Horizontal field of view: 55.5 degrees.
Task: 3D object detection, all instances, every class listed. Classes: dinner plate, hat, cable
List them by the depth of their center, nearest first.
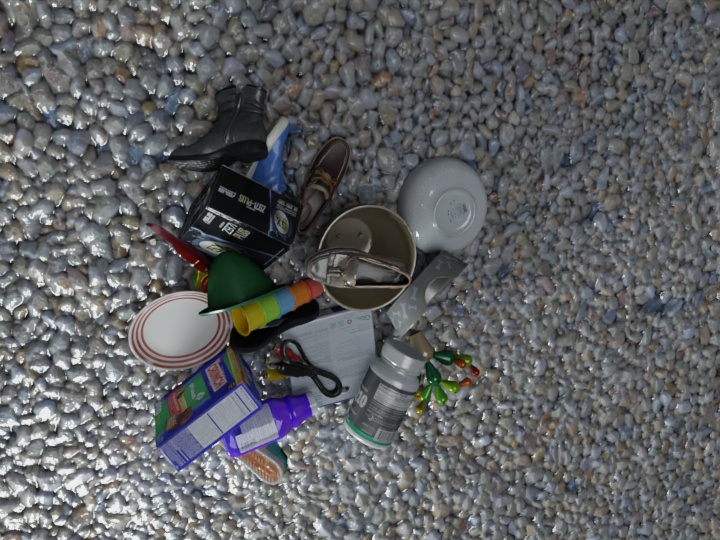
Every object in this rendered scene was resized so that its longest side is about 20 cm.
[{"bbox_3d":[-0.236,-0.027,1.208,0.162,0.200,0.180,-16,94,12],"label":"hat"},{"bbox_3d":[-0.343,0.113,1.312,0.195,0.024,0.203,-13,133,-14],"label":"dinner plate"},{"bbox_3d":[-0.116,0.195,1.393,0.197,0.050,0.099,21,94,-34],"label":"cable"}]

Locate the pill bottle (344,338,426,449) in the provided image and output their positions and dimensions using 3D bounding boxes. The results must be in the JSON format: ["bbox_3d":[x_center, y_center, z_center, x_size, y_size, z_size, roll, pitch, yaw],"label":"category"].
[{"bbox_3d":[0.054,0.253,1.417,0.111,0.113,0.204,22,99,-22],"label":"pill bottle"}]

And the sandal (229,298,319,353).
[{"bbox_3d":[-0.174,0.096,1.354,0.197,0.076,0.044,-27,140,-24],"label":"sandal"}]

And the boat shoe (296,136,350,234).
[{"bbox_3d":[-0.075,-0.160,1.319,0.071,0.072,0.202,31,95,-23],"label":"boat shoe"}]

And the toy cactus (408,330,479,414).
[{"bbox_3d":[0.154,0.212,1.502,0.196,0.102,0.168,-25,93,-6],"label":"toy cactus"}]

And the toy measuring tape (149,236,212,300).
[{"bbox_3d":[-0.317,0.007,1.294,0.197,0.074,0.075,26,97,-22],"label":"toy measuring tape"}]

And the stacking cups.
[{"bbox_3d":[-0.158,0.059,1.331,0.198,0.060,0.062,-28,116,-40],"label":"stacking cups"}]

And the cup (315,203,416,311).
[{"bbox_3d":[-0.005,-0.040,1.338,0.195,0.143,0.206,-5,107,-15],"label":"cup"}]

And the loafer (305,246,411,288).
[{"bbox_3d":[0.000,0.000,1.239,0.195,0.063,0.074,4,104,-18],"label":"loafer"}]

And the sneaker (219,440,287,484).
[{"bbox_3d":[-0.229,0.353,1.427,0.071,0.080,0.200,-41,94,15],"label":"sneaker"}]

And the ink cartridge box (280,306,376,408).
[{"bbox_3d":[-0.062,0.180,1.439,0.191,0.043,0.205,-12,112,-14],"label":"ink cartridge box"}]

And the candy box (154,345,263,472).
[{"bbox_3d":[-0.296,0.259,1.318,0.198,0.169,0.078,-36,115,-5],"label":"candy box"}]

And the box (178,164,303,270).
[{"bbox_3d":[-0.219,-0.079,1.223,0.161,0.199,0.088,26,62,-22],"label":"box"}]

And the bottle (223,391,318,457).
[{"bbox_3d":[-0.181,0.298,1.361,0.196,0.065,0.085,-20,88,-17],"label":"bottle"}]

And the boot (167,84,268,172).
[{"bbox_3d":[-0.255,-0.257,1.238,0.195,0.070,0.135,-7,80,10],"label":"boot"}]

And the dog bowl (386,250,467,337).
[{"bbox_3d":[0.130,0.043,1.385,0.059,0.200,0.200,43,90,7],"label":"dog bowl"}]

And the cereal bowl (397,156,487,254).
[{"bbox_3d":[0.177,-0.127,1.404,0.195,0.083,0.206,-4,106,-15],"label":"cereal bowl"}]

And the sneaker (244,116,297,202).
[{"bbox_3d":[-0.156,-0.178,1.284,0.110,0.077,0.203,28,100,-16],"label":"sneaker"}]
